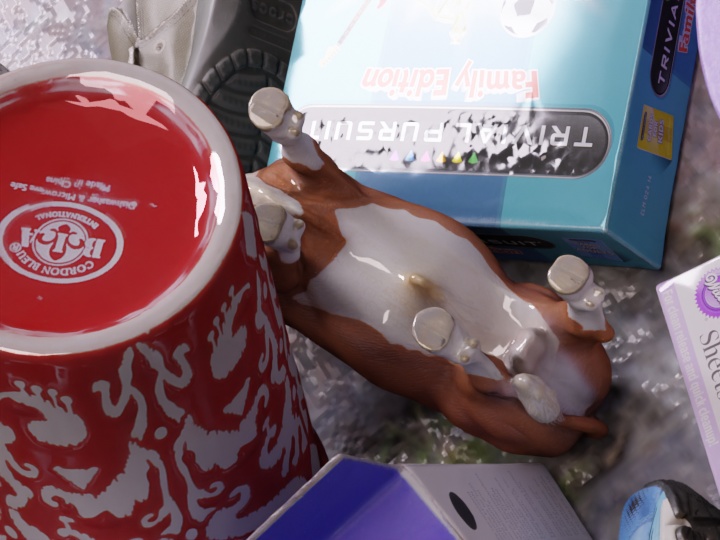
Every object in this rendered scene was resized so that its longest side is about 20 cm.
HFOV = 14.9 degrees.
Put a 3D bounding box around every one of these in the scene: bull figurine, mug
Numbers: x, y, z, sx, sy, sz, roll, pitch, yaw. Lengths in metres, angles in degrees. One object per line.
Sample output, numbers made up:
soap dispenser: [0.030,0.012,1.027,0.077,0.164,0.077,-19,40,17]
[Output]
bull figurine: [0.000,0.000,0.953,0.199,0.121,0.065,25,77,10]
mug: [-0.099,0.042,0.885,0.176,0.200,0.134,-19,58,-9]

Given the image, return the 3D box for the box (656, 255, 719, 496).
box: [0.145,0.089,0.898,0.041,0.039,0.201,-25,61,22]

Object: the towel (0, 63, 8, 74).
towel: [-0.242,-0.028,1.123,0.200,0.147,0.024,-46,66,12]

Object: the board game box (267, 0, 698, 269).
board game box: [0.053,-0.106,1.023,0.150,0.047,0.201,3,75,34]

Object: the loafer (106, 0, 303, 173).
loafer: [-0.060,-0.076,1.078,0.069,0.075,0.201,-7,65,43]

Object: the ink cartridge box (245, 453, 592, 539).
ink cartridge box: [-0.029,0.139,0.894,0.198,0.200,0.043,-44,71,13]

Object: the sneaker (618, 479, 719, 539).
sneaker: [0.076,0.165,0.894,0.089,0.078,0.201,2,74,37]

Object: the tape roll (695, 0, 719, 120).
tape roll: [0.213,-0.092,0.904,0.199,0.066,0.201,-12,66,29]
